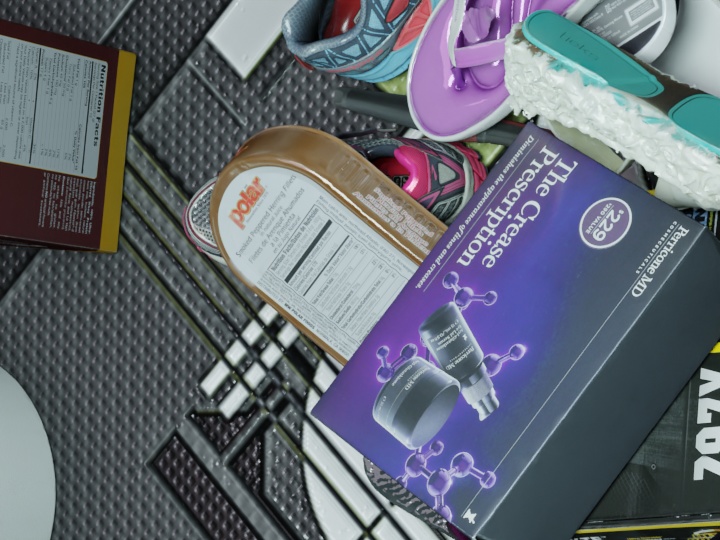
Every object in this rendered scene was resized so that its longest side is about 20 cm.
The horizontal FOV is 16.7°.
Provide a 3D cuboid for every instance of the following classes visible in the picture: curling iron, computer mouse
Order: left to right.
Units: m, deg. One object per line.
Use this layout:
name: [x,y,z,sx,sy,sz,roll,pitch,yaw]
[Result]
curling iron: [0.068,-0.094,1.451,0.199,0.026,0.050,5,63,37]
computer mouse: [0.136,-0.203,1.408,0.110,0.044,0.201,-30,70,35]

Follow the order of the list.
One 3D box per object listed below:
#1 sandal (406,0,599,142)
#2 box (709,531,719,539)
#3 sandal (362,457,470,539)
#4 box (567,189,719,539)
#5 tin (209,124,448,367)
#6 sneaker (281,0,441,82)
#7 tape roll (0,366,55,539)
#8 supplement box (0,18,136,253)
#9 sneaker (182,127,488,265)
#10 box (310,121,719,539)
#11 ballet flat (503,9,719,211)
sandal: [0.085,-0.156,1.387,0.203,0.050,0.083,-46,61,28]
box: [0.194,0.247,1.165,0.117,0.197,0.200,-42,87,25]
sandal: [0.079,0.142,1.404,0.200,0.048,0.076,24,100,28]
box: [0.159,0.054,1.330,0.159,0.049,0.201,-6,62,29]
tin: [0.000,0.000,1.418,0.200,0.042,0.112,39,128,1]
sneaker: [0.019,-0.194,1.426,0.079,0.095,0.200,45,121,34]
tape roll: [-0.318,0.146,1.594,0.202,0.139,0.204,-4,82,31]
supplement box: [-0.283,-0.090,1.560,0.197,0.200,0.133,4,87,31]
sneaker: [-0.025,-0.049,1.473,0.199,0.075,0.081,-11,79,31]
box: [0.091,0.042,1.302,0.141,0.079,0.200,34,86,39]
ballet flat: [0.160,-0.073,1.326,0.200,0.072,0.072,34,102,25]
